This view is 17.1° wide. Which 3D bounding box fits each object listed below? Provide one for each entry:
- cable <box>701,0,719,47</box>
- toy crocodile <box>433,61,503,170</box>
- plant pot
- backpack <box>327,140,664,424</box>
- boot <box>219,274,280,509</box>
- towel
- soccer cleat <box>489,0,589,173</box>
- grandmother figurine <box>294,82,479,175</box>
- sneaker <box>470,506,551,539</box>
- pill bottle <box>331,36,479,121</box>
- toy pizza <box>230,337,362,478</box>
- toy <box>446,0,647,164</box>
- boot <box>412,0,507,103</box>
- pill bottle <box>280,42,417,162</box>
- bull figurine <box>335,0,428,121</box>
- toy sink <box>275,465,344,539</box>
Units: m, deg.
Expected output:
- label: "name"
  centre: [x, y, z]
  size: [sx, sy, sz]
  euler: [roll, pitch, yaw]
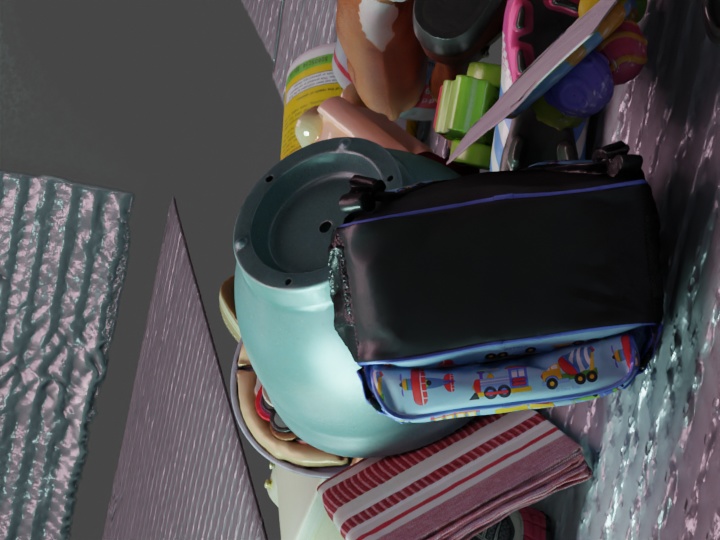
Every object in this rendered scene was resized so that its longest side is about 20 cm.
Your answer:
- label: "cable"
  centre: [0.215, -0.157, 1.174]
  size: [0.200, 0.050, 0.097]
  euler: [96, 160, -63]
- label: "toy crocodile"
  centre: [0.079, -0.102, 1.587]
  size: [0.200, 0.062, 0.068]
  euler: [-6, -74, -78]
- label: "plant pot"
  centre: [0.000, 0.000, 1.527]
  size: [0.134, 0.200, 0.201]
  euler: [53, -151, -46]
- label: "backpack"
  centre: [0.076, 0.010, 1.333]
  size: [0.200, 0.182, 0.135]
  euler: [48, -146, -88]
- label: "boot"
  centre: [-0.051, 0.110, 1.900]
  size: [0.200, 0.072, 0.155]
  euler: [45, 143, 22]
- label: "towel"
  centre: [0.052, 0.128, 1.462]
  size: [0.023, 0.144, 0.200]
  euler: [63, 175, -12]
- label: "soccer cleat"
  centre: [0.114, -0.119, 1.498]
  size: [0.086, 0.070, 0.201]
  euler: [168, 113, -85]
- label: "grandmother figurine"
  centre: [0.034, -0.065, 1.687]
  size: [0.200, 0.121, 0.061]
  euler: [35, 159, 44]
- label: "sneaker"
  centre: [0.061, 0.162, 1.511]
  size: [0.200, 0.074, 0.081]
  euler: [-178, 98, -79]
- label: "pill bottle"
  centre: [0.052, -0.220, 1.772]
  size: [0.109, 0.108, 0.200]
  euler: [-99, 21, -56]
- label: "toy pizza"
  centre: [0.000, 0.052, 1.639]
  size: [0.032, 0.200, 0.201]
  euler: [59, -156, -48]
- label: "toy"
  centre: [0.127, -0.117, 1.341]
  size: [0.115, 0.047, 0.200]
  euler: [-43, 7, 31]
- label: "boot"
  centre: [0.109, -0.199, 1.595]
  size: [0.189, 0.068, 0.200]
  euler: [-57, -10, -3]
- label: "pill bottle"
  centre: [-0.011, -0.074, 1.943]
  size: [0.111, 0.111, 0.201]
  euler: [120, 156, -59]
- label: "bull figurine"
  centre: [0.015, -0.189, 1.642]
  size: [0.200, 0.065, 0.122]
  euler: [91, 176, -58]
- label: "toy sink"
  centre: [0.005, 0.101, 1.733]
  size: [0.131, 0.112, 0.200]
  euler: [112, 158, -46]
